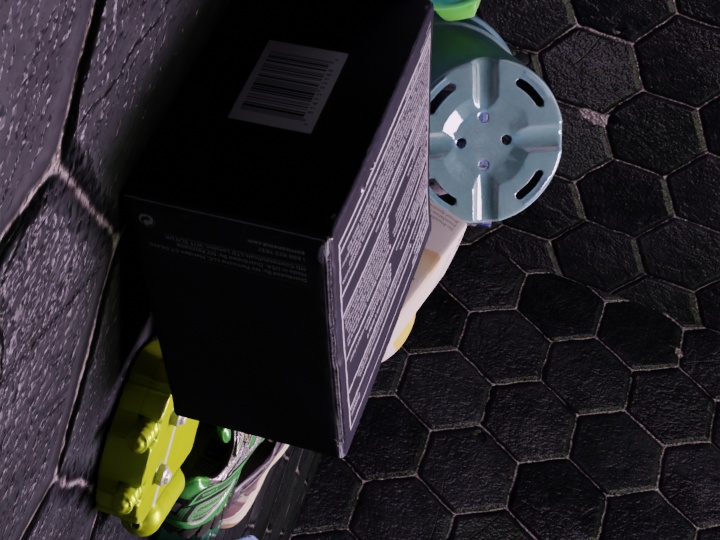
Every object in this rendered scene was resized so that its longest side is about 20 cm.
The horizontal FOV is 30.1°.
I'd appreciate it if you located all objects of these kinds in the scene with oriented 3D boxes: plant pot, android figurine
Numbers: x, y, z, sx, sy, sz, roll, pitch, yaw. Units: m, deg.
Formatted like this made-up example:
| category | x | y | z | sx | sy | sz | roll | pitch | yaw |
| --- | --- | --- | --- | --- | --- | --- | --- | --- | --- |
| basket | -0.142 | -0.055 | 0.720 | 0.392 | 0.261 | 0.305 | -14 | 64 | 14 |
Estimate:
| category | x | y | z | sx | sy | sz | roll | pitch | yaw |
| --- | --- | --- | --- | --- | --- | --- | --- | --- | --- |
| plant pot | 0.089 | -0.138 | 1.261 | 0.196 | 0.199 | 0.202 | -126 | -127 | -69 |
| android figurine | -0.131 | 0.095 | 0.922 | 0.200 | 0.041 | 0.183 | -64 | 172 | -71 |

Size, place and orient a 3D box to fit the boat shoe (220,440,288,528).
| category | x | y | z | sx | sy | sz | roll | pitch | yaw |
| --- | --- | --- | --- | --- | --- | --- | --- | --- | --- |
| boat shoe | -0.107 | 0.165 | 1.368 | 0.201 | 0.072 | 0.065 | -62 | 177 | -31 |

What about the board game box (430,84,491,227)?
| category | x | y | z | sx | sy | sz | roll | pitch | yaw |
| --- | --- | --- | --- | --- | --- | --- | --- | --- | --- |
| board game box | 0.050 | -0.155 | 1.413 | 0.062 | 0.198 | 0.202 | 47 | 48 | -87 |

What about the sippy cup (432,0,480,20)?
| category | x | y | z | sx | sy | sz | roll | pitch | yaw |
| --- | --- | --- | --- | --- | --- | --- | --- | --- | --- |
| sippy cup | 0.070 | -0.316 | 1.154 | 0.131 | 0.139 | 0.178 | -83 | -165 | -47 |

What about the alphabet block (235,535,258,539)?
| category | x | y | z | sx | sy | sz | roll | pitch | yaw |
| --- | --- | --- | --- | --- | --- | --- | --- | --- | --- |
| alphabet block | -0.101 | 0.375 | 1.187 | 0.200 | 0.195 | 0.196 | -49 | 171 | -6 |

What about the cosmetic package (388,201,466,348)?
| category | x | y | z | sx | sy | sz | roll | pitch | yaw |
| --- | --- | --- | --- | --- | --- | --- | --- | --- | --- |
| cosmetic package | -0.002 | 0.010 | 1.126 | 0.200 | 0.105 | 0.071 | -52 | 169 | -45 |

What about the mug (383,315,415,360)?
| category | x | y | z | sx | sy | sz | roll | pitch | yaw |
| --- | --- | --- | --- | --- | --- | --- | --- | --- | --- |
| mug | -0.010 | 0.000 | 1.413 | 0.187 | 0.149 | 0.153 | -54 | 164 | -11 |

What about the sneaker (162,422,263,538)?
| category | x | y | z | sx | sy | sz | roll | pitch | yaw |
| --- | --- | --- | --- | --- | --- | --- | --- | --- | --- |
| sneaker | -0.105 | 0.118 | 1.101 | 0.085 | 0.078 | 0.201 | 102 | 9 | -58 |

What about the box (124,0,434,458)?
| category | x | y | z | sx | sy | sz | roll | pitch | yaw |
| --- | --- | --- | --- | --- | --- | --- | --- | --- | --- |
| box | -0.038 | -0.032 | 0.803 | 0.199 | 0.122 | 0.201 | 86 | 21 | -48 |

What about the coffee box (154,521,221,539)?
| category | x | y | z | sx | sy | sz | roll | pitch | yaw |
| --- | --- | --- | --- | --- | --- | --- | --- | --- | --- |
| coffee box | -0.141 | 0.199 | 1.233 | 0.123 | 0.044 | 0.201 | 97 | 13 | -77 |
